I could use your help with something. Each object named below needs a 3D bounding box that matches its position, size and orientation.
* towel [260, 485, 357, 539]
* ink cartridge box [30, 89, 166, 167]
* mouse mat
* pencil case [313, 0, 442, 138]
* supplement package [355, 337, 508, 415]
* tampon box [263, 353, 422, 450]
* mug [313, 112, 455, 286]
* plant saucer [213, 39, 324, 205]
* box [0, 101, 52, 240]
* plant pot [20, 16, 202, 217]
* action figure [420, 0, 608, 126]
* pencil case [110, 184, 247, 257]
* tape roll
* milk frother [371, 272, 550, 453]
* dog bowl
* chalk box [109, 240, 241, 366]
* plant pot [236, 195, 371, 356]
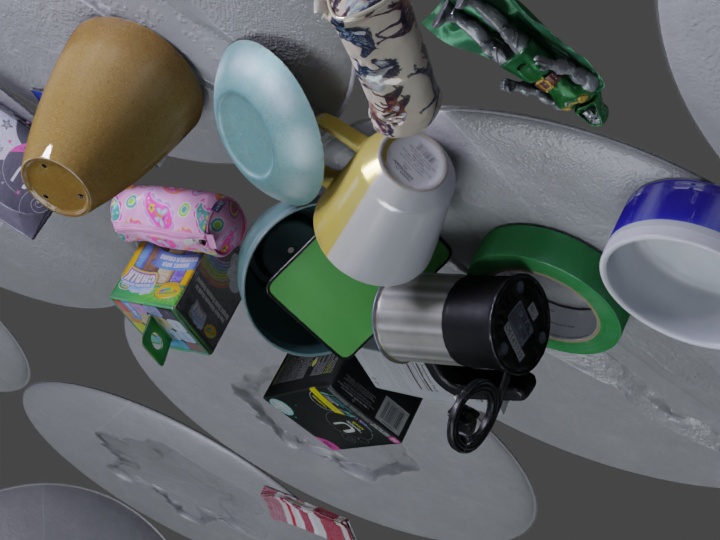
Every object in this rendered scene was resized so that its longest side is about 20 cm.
[{"bbox_3d":[-0.103,0.509,2.994,0.199,0.023,0.144,18,153,20],"label":"towel"},{"bbox_3d":[-0.355,-0.190,1.956,0.199,0.039,0.100,9,149,35],"label":"ink cartridge box"},{"bbox_3d":[0.000,0.000,1.807,0.161,0.200,0.008,43,-175,-29],"label":"mouse mat"},{"bbox_3d":[0.023,-0.218,1.488,0.089,0.078,0.200,-6,143,16],"label":"pencil case"},{"bbox_3d":[0.107,0.101,1.945,0.199,0.114,0.110,9,150,31],"label":"supplement package"},{"bbox_3d":[-0.018,0.171,2.179,0.150,0.127,0.199,39,152,-20],"label":"tampon box"},{"bbox_3d":[0.020,-0.086,1.658,0.185,0.151,0.153,10,149,-13],"label":"mug"},{"bbox_3d":[-0.117,-0.160,1.671,0.201,0.039,0.202,37,143,35],"label":"plant saucer"},{"bbox_3d":[-0.498,-0.152,2.024,0.199,0.133,0.115,34,180,-14],"label":"box"},{"bbox_3d":[-0.311,-0.163,1.739,0.185,0.201,0.187,16,142,13],"label":"plant pot"},{"bbox_3d":[0.164,-0.202,1.417,0.199,0.055,0.118,32,151,-17],"label":"action figure"},{"bbox_3d":[-0.252,-0.070,2.018,0.199,0.088,0.088,11,149,35],"label":"pencil case"},{"bbox_3d":[0.227,0.025,1.765,0.199,0.048,0.201,23,153,12],"label":"tape roll"},{"bbox_3d":[0.099,0.103,1.726,0.187,0.199,0.182,1,112,43],"label":"milk frother"},{"bbox_3d":[0.359,-0.004,1.551,0.199,0.079,0.201,22,153,12],"label":"dog bowl"},{"bbox_3d":[-0.260,0.036,2.085,0.123,0.201,0.125,10,149,32],"label":"chalk box"},{"bbox_3d":[-0.072,-0.010,1.860,0.200,0.200,0.134,44,180,-30],"label":"plant pot"}]
